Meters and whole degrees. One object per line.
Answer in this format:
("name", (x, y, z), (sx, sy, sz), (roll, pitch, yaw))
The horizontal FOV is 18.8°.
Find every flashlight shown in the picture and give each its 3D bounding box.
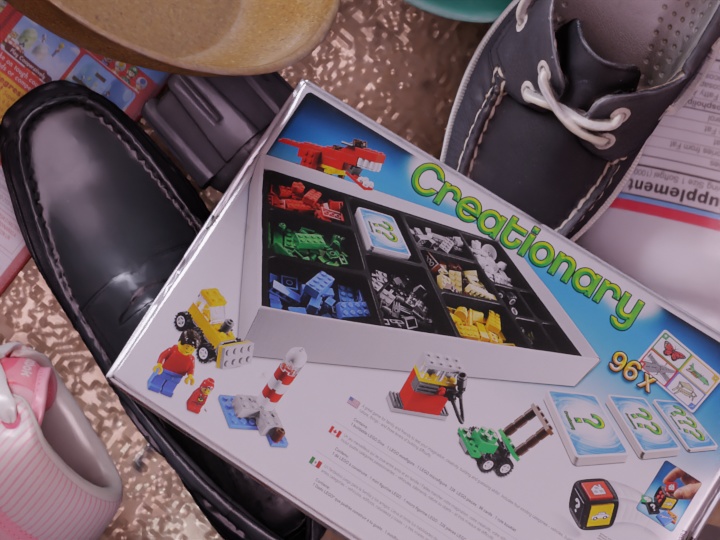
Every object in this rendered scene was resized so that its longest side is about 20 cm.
("flashlight", (0.000, 0.000, 0.813), (0.200, 0.068, 0.068), (48, 48, -3))

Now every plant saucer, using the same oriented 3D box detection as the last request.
("plant saucer", (-0.095, -0.142, 0.776), (0.200, 0.201, 0.035), (44, 126, -9))

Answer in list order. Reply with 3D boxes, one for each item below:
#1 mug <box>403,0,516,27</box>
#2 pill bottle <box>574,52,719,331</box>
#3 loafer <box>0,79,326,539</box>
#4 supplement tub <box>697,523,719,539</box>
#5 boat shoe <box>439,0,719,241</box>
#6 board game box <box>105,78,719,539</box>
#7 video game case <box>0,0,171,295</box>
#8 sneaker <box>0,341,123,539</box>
("mug", (0.035, -0.171, 0.803), (0.151, 0.115, 0.186), (6, 120, -25))
("pill bottle", (0.142, -0.046, 0.833), (0.108, 0.109, 0.202), (13, 90, -10))
("loafer", (-0.068, 0.020, 0.808), (0.068, 0.070, 0.202), (-31, 102, -9))
("supplement tub", (0.086, 0.198, 0.811), (0.143, 0.144, 0.202), (2, 91, -10))
("boat shoe", (0.088, -0.079, 0.758), (0.074, 0.060, 0.201), (35, 107, -3))
("board game box", (0.029, 0.039, 0.743), (0.199, 0.035, 0.127), (32, 82, 12))
("video game case", (-0.156, -0.081, 0.825), (0.143, 0.017, 0.201), (39, 85, -9))
("sneaker", (-0.172, 0.046, 0.783), (0.200, 0.075, 0.105), (41, 108, -16))
